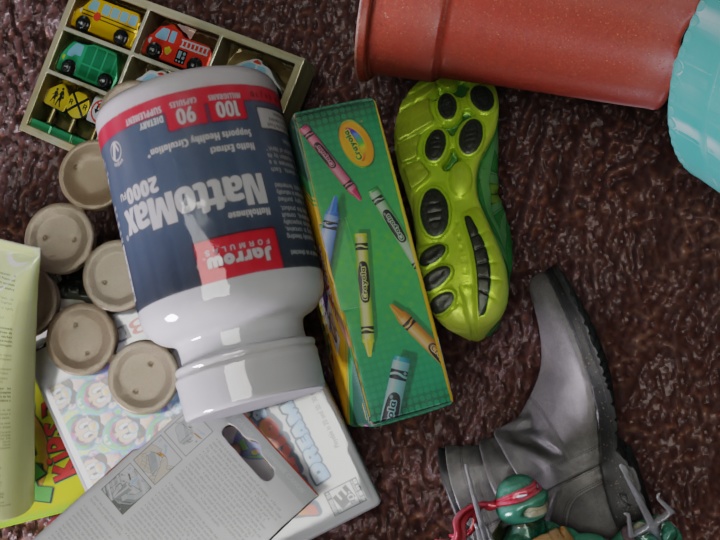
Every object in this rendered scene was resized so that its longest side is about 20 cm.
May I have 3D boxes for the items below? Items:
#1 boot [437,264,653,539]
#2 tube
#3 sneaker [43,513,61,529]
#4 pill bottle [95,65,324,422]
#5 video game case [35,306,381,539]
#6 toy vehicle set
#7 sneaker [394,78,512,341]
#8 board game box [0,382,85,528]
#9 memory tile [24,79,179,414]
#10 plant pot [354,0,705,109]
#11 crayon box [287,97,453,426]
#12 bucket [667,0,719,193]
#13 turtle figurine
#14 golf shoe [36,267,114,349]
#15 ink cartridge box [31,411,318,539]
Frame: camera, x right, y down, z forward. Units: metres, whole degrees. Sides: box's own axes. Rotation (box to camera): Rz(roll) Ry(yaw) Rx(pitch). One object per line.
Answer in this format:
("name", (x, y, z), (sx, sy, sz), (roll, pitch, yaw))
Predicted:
("boot", (0.109, 0.107, 0.786), (0.131, 0.070, 0.201), (-17, 84, 14))
("tube", (-0.245, 0.071, 0.794), (0.058, 0.052, 0.201), (-4, 113, -21))
("sneaker", (-0.182, 0.256, 0.808), (0.078, 0.090, 0.201), (-23, 66, -7))
("pill bottle", (-0.088, -0.014, 0.738), (0.119, 0.120, 0.201), (-17, 81, 12))
("video game case", (-0.109, 0.110, 0.814), (0.181, 0.024, 0.201), (-26, 84, 0))
("toy vehicle set", (-0.144, -0.126, 0.865), (0.199, 0.026, 0.125), (23, 93, 18))
("sneaker", (0.064, -0.046, 0.801), (0.073, 0.084, 0.201), (-4, 68, 9))
("board game box", (-0.222, 0.126, 0.871), (0.199, 0.048, 0.102), (-16, 85, 12))
("memory tile", (-0.153, -0.018, 0.812), (0.153, 0.017, 0.201), (29, 86, 8))
("plant pot", (0.115, -0.196, 0.743), (0.194, 0.201, 0.202), (15, 91, 5))
("crayon box", (0.000, 0.000, 0.784), (0.058, 0.119, 0.201), (-14, 84, -9))
("bucket", (0.287, -0.107, 0.680), (0.135, 0.207, 0.208), (38, 97, 42))
("turtle figurine", (0.128, 0.195, 0.724), (0.149, 0.101, 0.201), (-21, 88, -22))
("golf shoe", (-0.252, 0.037, 0.879), (0.198, 0.077, 0.089), (-4, 106, 15))
("ink cartridge box", (-0.133, 0.180, 0.760), (0.200, 0.050, 0.109), (-42, 74, -12))
